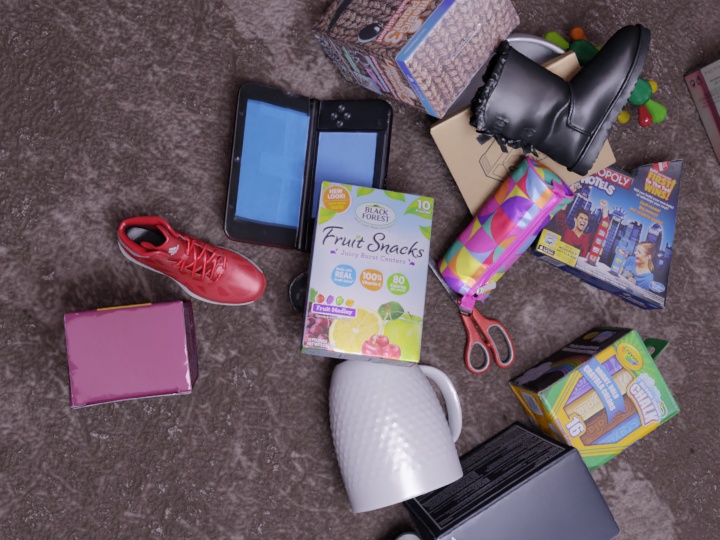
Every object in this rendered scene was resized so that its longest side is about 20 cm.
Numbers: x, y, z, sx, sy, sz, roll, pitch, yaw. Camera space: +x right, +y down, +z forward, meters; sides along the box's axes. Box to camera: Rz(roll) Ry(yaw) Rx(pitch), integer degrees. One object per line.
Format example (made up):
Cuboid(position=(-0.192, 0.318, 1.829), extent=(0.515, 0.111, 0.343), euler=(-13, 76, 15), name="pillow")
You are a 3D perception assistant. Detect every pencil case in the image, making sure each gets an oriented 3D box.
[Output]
Cuboid(position=(0.184, -0.047, 1.058), extent=(0.088, 0.089, 0.201), euler=(33, 113, -6), name="pencil case")

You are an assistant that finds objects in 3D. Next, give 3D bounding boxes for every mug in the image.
Cuboid(position=(0.053, 0.189, 1.048), extent=(0.198, 0.147, 0.178), euler=(-9, 77, -39), name="mug")

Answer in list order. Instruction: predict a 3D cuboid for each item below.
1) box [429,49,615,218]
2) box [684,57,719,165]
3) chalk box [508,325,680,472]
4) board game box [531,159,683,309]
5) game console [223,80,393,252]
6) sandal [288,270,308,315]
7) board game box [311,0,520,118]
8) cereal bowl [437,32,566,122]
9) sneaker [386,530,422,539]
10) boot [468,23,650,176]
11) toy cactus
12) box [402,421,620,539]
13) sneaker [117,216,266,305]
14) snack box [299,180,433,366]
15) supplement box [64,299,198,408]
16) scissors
Cuboid(position=(0.209, -0.161, 1.054), extent=(0.198, 0.021, 0.164), euler=(-27, 117, 10), name="box")
Cuboid(position=(0.564, -0.215, 1.145), extent=(0.126, 0.109, 0.202), euler=(-23, 92, -9), name="box")
Cuboid(position=(0.323, 0.155, 1.089), extent=(0.198, 0.125, 0.125), euler=(-30, 93, -7), name="chalk box")
Cuboid(position=(0.353, -0.078, 1.132), extent=(0.198, 0.062, 0.202), euler=(24, 83, -6), name="board game box")
Cuboid(position=(-0.063, -0.127, 1.034), extent=(0.170, 0.118, 0.203), euler=(5, 88, 25), name="game console")
Cuboid(position=(0.000, 0.001, 1.081), extent=(0.199, 0.048, 0.076), euler=(-31, 94, -10), name="sandal")
Cuboid(position=(0.064, -0.303, 1.019), extent=(0.160, 0.199, 0.097), euler=(-50, 134, -7), name="board game box")
Cuboid(position=(0.196, -0.216, 1.082), extent=(0.197, 0.084, 0.203), euler=(-1, 120, -2), name="cereal bowl")
Cuboid(position=(0.058, 0.415, 1.064), extent=(0.079, 0.116, 0.202), euler=(6, 116, -7), name="sneaker")
Cuboid(position=(0.230, -0.221, 0.971), extent=(0.161, 0.073, 0.200), euler=(23, 104, -6), name="boot")
Cuboid(position=(0.321, -0.257, 1.085), extent=(0.102, 0.165, 0.200), euler=(-45, 88, 3), name="toy cactus")
Cuboid(position=(0.177, 0.304, 1.024), extent=(0.198, 0.198, 0.124), euler=(-30, 93, -8), name="box")
Cuboid(position=(-0.210, -0.009, 1.015), extent=(0.197, 0.115, 0.079), euler=(18, 85, -8), name="sneaker")
Cuboid(position=(0.008, 0.005, 0.988), extent=(0.140, 0.053, 0.203), euler=(8, 77, -7), name="snack box")
Cuboid(position=(-0.260, 0.091, 0.962), extent=(0.129, 0.200, 0.105), euler=(-5, 89, -10), name="supplement box")
Cuboid(position=(0.147, 0.047, 1.115), extent=(0.072, 0.014, 0.202), euler=(-24, 95, -5), name="scissors")
